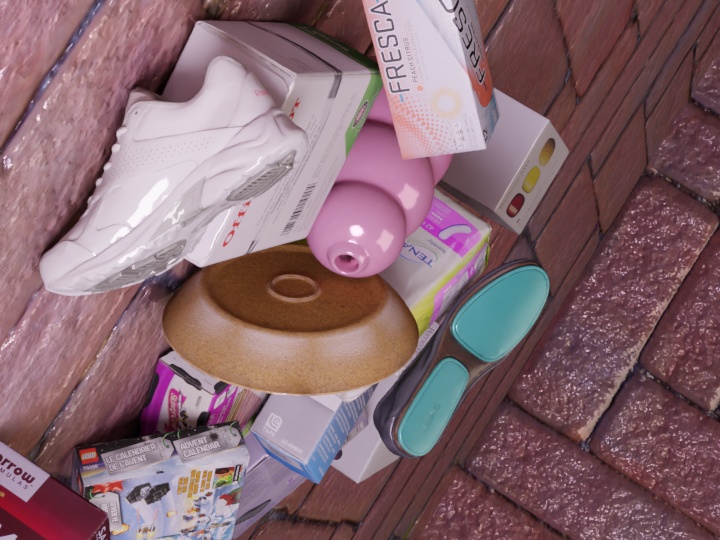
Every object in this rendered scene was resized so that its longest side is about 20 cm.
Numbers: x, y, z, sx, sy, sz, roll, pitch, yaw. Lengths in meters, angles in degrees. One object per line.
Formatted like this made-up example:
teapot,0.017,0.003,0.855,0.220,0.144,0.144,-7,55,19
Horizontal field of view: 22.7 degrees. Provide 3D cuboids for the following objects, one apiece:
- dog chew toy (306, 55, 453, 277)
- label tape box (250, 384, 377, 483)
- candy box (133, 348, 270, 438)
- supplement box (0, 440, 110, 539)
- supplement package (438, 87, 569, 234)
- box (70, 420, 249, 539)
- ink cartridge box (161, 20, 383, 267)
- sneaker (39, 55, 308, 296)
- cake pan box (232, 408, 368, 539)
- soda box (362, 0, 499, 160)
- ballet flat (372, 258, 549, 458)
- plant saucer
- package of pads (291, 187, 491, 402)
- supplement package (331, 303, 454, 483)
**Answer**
dog chew toy,0.007,-0.075,1.410,0.125,0.123,0.201,107,-2,-47
label tape box,-0.018,0.086,1.633,0.201,0.066,0.143,-61,170,-10
candy box,-0.113,0.094,1.560,0.200,0.061,0.137,-44,161,-50
supplement box,-0.266,0.218,1.182,0.200,0.108,0.061,-51,165,-30
supplement package,0.138,-0.121,1.891,0.114,0.109,0.200,-59,167,2
box,-0.171,0.204,1.481,0.136,0.040,0.201,-9,144,-19
ink cartridge box,-0.073,-0.093,1.247,0.147,0.084,0.200,-62,166,14
sneaker,-0.130,-0.061,1.132,0.199,0.100,0.078,-35,168,14
cake pan box,-0.076,0.173,1.789,0.200,0.052,0.184,-40,165,-8
soda box,0.044,-0.183,1.283,0.064,0.068,0.202,-64,142,-57
ballet flat,0.078,0.068,1.503,0.201,0.073,0.073,-52,166,-10
plant saucer,-0.052,0.027,1.371,0.200,0.199,0.036,-40,142,-52
package of pads,0.000,0.000,1.508,0.200,0.154,0.068,-42,156,-28
supplement package,0.022,0.111,1.982,0.201,0.110,0.156,-62,166,13
